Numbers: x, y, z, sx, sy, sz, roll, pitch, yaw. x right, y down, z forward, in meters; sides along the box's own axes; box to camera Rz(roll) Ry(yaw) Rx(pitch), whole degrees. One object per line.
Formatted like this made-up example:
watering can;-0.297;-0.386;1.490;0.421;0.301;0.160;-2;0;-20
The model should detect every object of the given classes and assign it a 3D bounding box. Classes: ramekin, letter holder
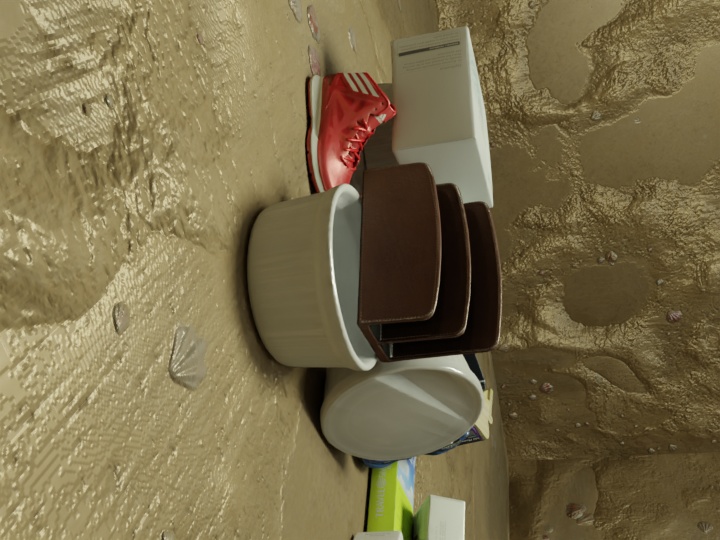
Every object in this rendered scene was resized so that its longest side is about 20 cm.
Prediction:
ramekin;0.047;0.146;0.873;0.203;0.202;0.094;68;9;-45
ramekin;-0.045;0.012;0.756;0.200;0.098;0.201;-7;90;-76
ramekin;0.032;-0.210;1.135;0.200;0.105;0.201;-7;90;-76
letter holder;0.080;-0.014;0.770;0.101;0.142;0.200;61;26;-55

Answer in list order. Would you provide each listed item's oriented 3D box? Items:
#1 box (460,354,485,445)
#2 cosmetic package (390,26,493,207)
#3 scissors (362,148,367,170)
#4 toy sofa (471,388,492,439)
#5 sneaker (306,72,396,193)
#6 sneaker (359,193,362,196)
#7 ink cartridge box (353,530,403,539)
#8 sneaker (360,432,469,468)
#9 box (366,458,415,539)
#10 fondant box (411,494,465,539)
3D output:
box;0.163;0.202;1.323;0.200;0.104;0.182;-103;-179;-49
cosmetic package;0.127;-0.219;1.060;0.199;0.123;0.200;54;34;-61
scissors;0.015;-0.087;1.000;0.073;0.014;0.200;43;38;-43
toy sofa;0.127;0.191;1.104;0.200;0.083;0.098;45;41;-33
sneaker;-0.008;-0.182;0.946;0.078;0.115;0.200;20;64;-73
sneaker;0.017;-0.055;1.103;0.200;0.076;0.092;24;68;-64
ink cartridge box;0.011;0.424;0.842;0.200;0.068;0.116;-45;127;-71
sneaker;0.078;0.240;1.023;0.200;0.078;0.075;-3;69;-37
box;0.050;0.343;1.068;0.122;0.048;0.200;70;20;-44
fondant box;0.104;0.444;1.050;0.200;0.058;0.145;107;-7;-54
